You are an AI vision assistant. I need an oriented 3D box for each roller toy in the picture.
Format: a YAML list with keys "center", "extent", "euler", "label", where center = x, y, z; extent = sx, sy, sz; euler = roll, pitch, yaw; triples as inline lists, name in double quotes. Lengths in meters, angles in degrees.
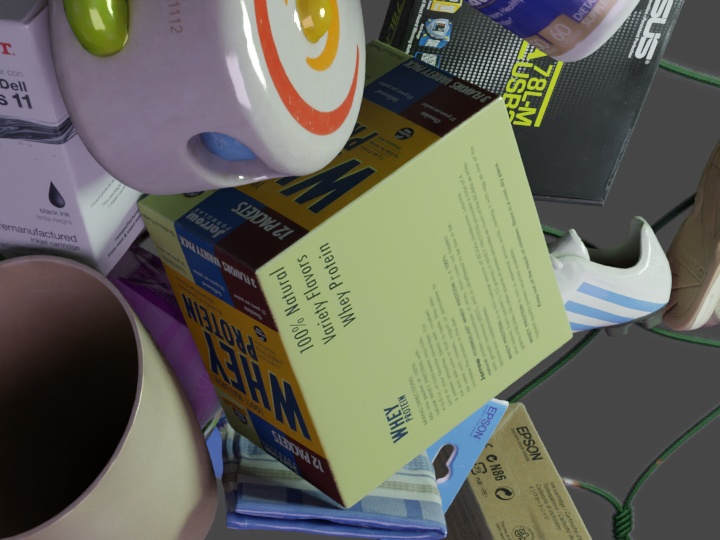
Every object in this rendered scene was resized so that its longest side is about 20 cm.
- center: [-0.080, -0.141, 1.472]
  extent: [0.139, 0.200, 0.183]
  euler: [-7, 118, 24]
  label: "roller toy"

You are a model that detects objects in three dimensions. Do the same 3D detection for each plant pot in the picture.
- center: [-0.172, 0.116, 1.602]
  extent: [0.187, 0.188, 0.200]
  euler: [-34, 146, 7]
  label: "plant pot"

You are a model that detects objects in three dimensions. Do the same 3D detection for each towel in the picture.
- center: [-0.022, 0.138, 1.687]
  extent: [0.146, 0.200, 0.024]
  euler: [5, 103, -6]
  label: "towel"

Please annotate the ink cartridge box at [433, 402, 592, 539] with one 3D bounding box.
- center: [0.113, 0.225, 1.900]
  extent: [0.075, 0.200, 0.165]
  euler: [-9, 129, -13]
  label: "ink cartridge box"

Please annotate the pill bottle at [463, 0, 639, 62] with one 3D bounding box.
- center: [0.074, -0.220, 1.513]
  extent: [0.200, 0.116, 0.116]
  euler: [31, 112, -17]
  label: "pill bottle"

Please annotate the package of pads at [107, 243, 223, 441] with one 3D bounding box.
- center: [-0.161, 0.092, 1.748]
  extent: [0.120, 0.076, 0.200]
  euler: [33, 116, 6]
  label: "package of pads"

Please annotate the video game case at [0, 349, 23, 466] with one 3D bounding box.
- center: [-0.295, 0.102, 1.604]
  extent: [0.180, 0.025, 0.201]
  euler: [1, 103, -46]
  label: "video game case"

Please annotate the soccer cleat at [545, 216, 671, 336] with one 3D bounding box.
- center: [0.128, 0.017, 1.842]
  extent: [0.199, 0.070, 0.087]
  euler: [-19, 117, -11]
  label: "soccer cleat"

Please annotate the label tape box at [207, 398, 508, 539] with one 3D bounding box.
- center: [-0.016, 0.099, 1.811]
  extent: [0.199, 0.066, 0.144]
  euler: [21, 117, -15]
  label: "label tape box"

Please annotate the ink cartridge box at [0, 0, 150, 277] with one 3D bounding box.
- center: [-0.220, -0.103, 1.554]
  extent: [0.146, 0.083, 0.201]
  euler: [10, 134, 25]
  label: "ink cartridge box"

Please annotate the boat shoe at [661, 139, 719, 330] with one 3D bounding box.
- center: [0.283, -0.041, 1.850]
  extent: [0.065, 0.072, 0.201]
  euler: [4, 122, -39]
  label: "boat shoe"

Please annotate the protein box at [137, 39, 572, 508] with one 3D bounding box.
- center: [0.000, 0.000, 1.623]
  extent: [0.200, 0.135, 0.199]
  euler: [-36, 128, -22]
  label: "protein box"

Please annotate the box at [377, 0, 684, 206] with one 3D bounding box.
- center: [0.105, -0.142, 1.714]
  extent: [0.192, 0.048, 0.201]
  euler: [7, 123, -21]
  label: "box"
